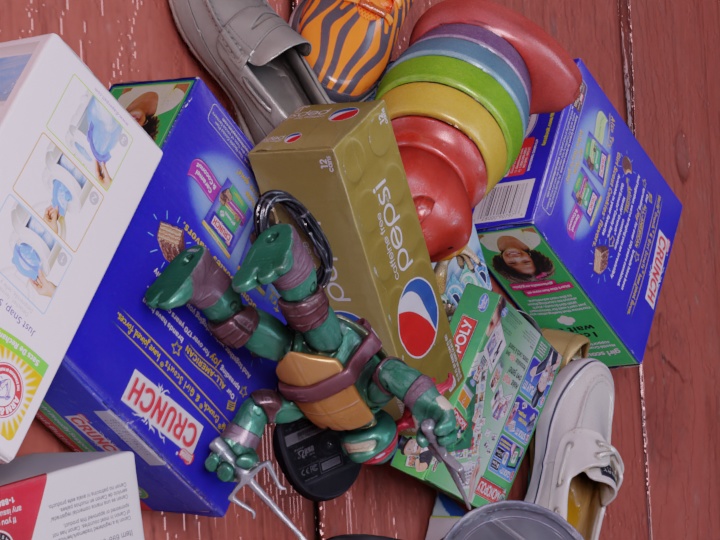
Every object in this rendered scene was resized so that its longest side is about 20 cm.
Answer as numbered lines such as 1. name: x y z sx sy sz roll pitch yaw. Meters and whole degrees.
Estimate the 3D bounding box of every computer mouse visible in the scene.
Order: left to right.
1. computer mouse: -0.037 0.046 1.067 0.058 0.034 0.201 -18 112 -27

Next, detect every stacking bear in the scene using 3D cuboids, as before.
1. stacking bear: 0.053 -0.081 1.192 0.114 0.121 0.201 48 43 -21

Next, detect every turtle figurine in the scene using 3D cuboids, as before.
1. turtle figurine: -0.025 0.066 1.005 0.200 0.149 0.101 54 23 -28

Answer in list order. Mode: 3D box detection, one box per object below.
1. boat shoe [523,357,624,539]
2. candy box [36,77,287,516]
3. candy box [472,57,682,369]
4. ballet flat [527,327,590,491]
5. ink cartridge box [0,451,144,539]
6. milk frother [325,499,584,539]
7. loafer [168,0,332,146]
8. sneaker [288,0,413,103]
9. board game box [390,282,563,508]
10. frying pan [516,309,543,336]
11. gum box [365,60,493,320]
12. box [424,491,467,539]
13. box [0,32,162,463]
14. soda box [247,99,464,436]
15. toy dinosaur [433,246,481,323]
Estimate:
1. boat shoe: 0.167 0.156 1.351 0.071 0.070 0.201 41 57 -32
2. candy box: -0.116 0.017 1.063 0.169 0.077 0.201 53 47 -39
3. candy box: 0.177 -0.042 1.469 0.200 0.077 0.170 47 50 -37
4. ballet flat: 0.163 0.146 1.435 0.069 0.063 0.202 -4 89 -63
5. ink cartridge box: -0.184 0.208 0.957 0.144 0.083 0.202 -10 94 -53
6. milk frother: 0.045 0.269 1.148 0.179 0.188 0.201 0 68 -19
7. loafer: -0.061 -0.137 1.145 0.070 0.070 0.201 -29 91 -50
8. sneaker: 0.014 -0.209 1.234 0.077 0.112 0.201 27 52 -11
9. board game box: 0.088 0.098 1.280 0.135 0.029 0.200 -66 157 -7
10. frying pan: 0.077 0.105 1.354 0.190 0.031 0.116 -39 127 -31
11. gum box: 0.016 -0.031 1.281 0.170 0.044 0.201 -35 114 -49
12. box: 0.077 0.277 1.324 0.122 0.047 0.201 44 54 -41
13. box: -0.206 -0.011 0.931 0.101 0.112 0.201 50 50 -39
14. soda box: 0.000 0.000 1.099 0.068 0.064 0.201 -47 128 -47
15. toy dinosaur: 0.031 0.014 1.215 0.101 0.058 0.201 -47 122 -40
